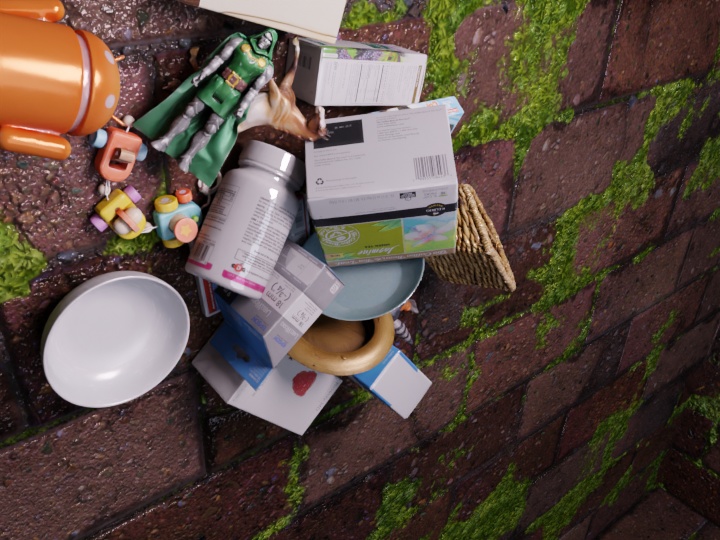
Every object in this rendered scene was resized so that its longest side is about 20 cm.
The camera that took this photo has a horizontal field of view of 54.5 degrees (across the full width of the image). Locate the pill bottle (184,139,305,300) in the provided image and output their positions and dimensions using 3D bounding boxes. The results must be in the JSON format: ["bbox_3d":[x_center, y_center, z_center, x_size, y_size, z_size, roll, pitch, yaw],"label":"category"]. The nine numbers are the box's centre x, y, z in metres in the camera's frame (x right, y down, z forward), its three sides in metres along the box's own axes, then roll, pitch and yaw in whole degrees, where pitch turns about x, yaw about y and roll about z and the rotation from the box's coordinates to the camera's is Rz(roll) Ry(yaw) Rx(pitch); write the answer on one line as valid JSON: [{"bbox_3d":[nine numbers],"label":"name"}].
[{"bbox_3d":[-0.153,-0.070,0.971,0.113,0.113,0.200,28,83,-49],"label":"pill bottle"}]

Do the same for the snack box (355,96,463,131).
[{"bbox_3d":[0.051,-0.205,1.088,0.200,0.037,0.116,-17,161,-24],"label":"snack box"}]

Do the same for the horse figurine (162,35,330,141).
[{"bbox_3d":[-0.146,-0.224,0.900,0.200,0.050,0.133,-9,120,-5],"label":"horse figurine"}]

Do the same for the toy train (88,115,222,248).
[{"bbox_3d":[-0.264,-0.101,0.905,0.200,0.056,0.150,20,101,-48],"label":"toy train"}]

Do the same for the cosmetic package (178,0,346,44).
[{"bbox_3d":[-0.125,-0.339,0.847,0.200,0.103,0.073,-2,116,-42],"label":"cosmetic package"}]

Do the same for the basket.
[{"bbox_3d":[0.196,-0.066,1.205,0.200,0.149,0.143,43,60,-55],"label":"basket"}]

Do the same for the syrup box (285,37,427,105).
[{"bbox_3d":[-0.004,-0.286,1.014,0.200,0.079,0.082,-12,123,-39],"label":"syrup box"}]

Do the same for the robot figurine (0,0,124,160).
[{"bbox_3d":[-0.339,-0.202,0.722,0.200,0.144,0.117,-1,139,-43],"label":"robot figurine"}]

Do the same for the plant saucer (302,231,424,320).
[{"bbox_3d":[0.000,0.000,1.082,0.201,0.201,0.039,-40,148,-18],"label":"plant saucer"}]

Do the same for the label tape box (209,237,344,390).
[{"bbox_3d":[-0.141,0.051,1.026,0.200,0.144,0.063,-50,139,-6],"label":"label tape box"}]

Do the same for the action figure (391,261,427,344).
[{"bbox_3d":[0.072,0.056,1.277,0.200,0.105,0.194,-30,154,-1],"label":"action figure"}]

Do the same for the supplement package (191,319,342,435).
[{"bbox_3d":[-0.148,0.166,1.142,0.121,0.120,0.200,-53,139,-3],"label":"supplement package"}]

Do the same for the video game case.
[{"bbox_3d":[-0.163,-0.026,1.079,0.200,0.017,0.143,-25,131,-30],"label":"video game case"}]

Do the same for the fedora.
[{"bbox_3d":[-0.047,0.095,1.092,0.200,0.201,0.082,-27,148,-29],"label":"fedora"}]

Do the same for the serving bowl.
[{"bbox_3d":[-0.337,0.084,0.949,0.200,0.066,0.200,-23,129,-32],"label":"serving bowl"}]

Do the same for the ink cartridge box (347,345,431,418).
[{"bbox_3d":[0.005,0.153,1.219,0.086,0.200,0.146,-51,139,-8],"label":"ink cartridge box"}]

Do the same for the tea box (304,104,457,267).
[{"bbox_3d":[0.032,-0.114,1.000,0.200,0.134,0.197,-6,153,4],"label":"tea box"}]

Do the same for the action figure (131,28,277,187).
[{"bbox_3d":[-0.169,-0.213,0.847,0.118,0.055,0.200,38,96,-19],"label":"action figure"}]
